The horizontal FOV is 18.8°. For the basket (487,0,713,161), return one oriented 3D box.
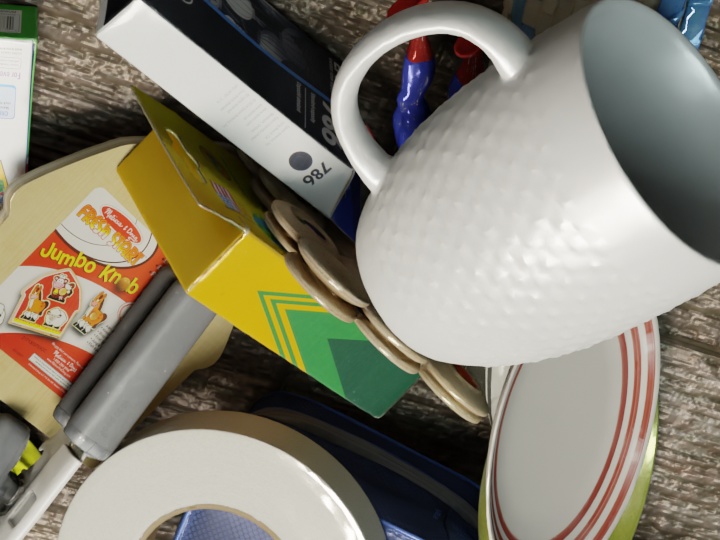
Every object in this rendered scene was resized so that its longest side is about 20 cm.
[{"bbox_3d":[0.174,-0.113,1.178,0.200,0.139,0.177,26,124,14],"label":"basket"}]

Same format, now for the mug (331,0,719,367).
[{"bbox_3d":[0.073,-0.048,1.076,0.175,0.148,0.200,-30,114,34],"label":"mug"}]

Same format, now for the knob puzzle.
[{"bbox_3d":[-0.144,-0.002,1.273,0.219,0.030,0.220,-18,127,-25],"label":"knob puzzle"}]

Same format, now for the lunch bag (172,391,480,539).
[{"bbox_3d":[-0.025,0.169,1.347,0.200,0.132,0.136,28,110,6],"label":"lunch bag"}]

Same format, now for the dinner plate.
[{"bbox_3d":[0.120,0.091,1.275,0.024,0.200,0.201,13,133,33],"label":"dinner plate"}]

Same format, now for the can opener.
[{"bbox_3d":[-0.167,0.076,1.249,0.067,0.053,0.200,37,90,-28],"label":"can opener"}]

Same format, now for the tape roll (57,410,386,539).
[{"bbox_3d":[-0.081,0.182,1.274,0.202,0.037,0.204,4,107,13],"label":"tape roll"}]

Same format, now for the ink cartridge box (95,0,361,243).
[{"bbox_3d":[-0.057,-0.106,1.191,0.039,0.100,0.200,-37,122,25],"label":"ink cartridge box"}]

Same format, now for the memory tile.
[{"bbox_3d":[0.000,0.000,1.212,0.153,0.200,0.017,39,102,-26],"label":"memory tile"}]

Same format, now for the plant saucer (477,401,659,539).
[{"bbox_3d":[0.125,0.126,1.344,0.031,0.200,0.200,14,132,32],"label":"plant saucer"}]

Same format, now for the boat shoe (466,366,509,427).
[{"bbox_3d":[0.079,0.020,1.321,0.064,0.071,0.200,14,132,27],"label":"boat shoe"}]

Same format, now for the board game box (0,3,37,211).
[{"bbox_3d":[-0.264,-0.058,1.235,0.152,0.040,0.201,4,123,-10],"label":"board game box"}]

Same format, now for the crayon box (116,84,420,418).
[{"bbox_3d":[-0.057,-0.010,1.214,0.051,0.127,0.200,-45,131,10],"label":"crayon box"}]

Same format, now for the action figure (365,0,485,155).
[{"bbox_3d":[0.036,-0.064,1.193,0.065,0.052,0.200,21,145,16],"label":"action figure"}]

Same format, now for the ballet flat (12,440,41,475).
[{"bbox_3d":[-0.250,0.095,1.297,0.067,0.067,0.200,-17,140,18],"label":"ballet flat"}]
